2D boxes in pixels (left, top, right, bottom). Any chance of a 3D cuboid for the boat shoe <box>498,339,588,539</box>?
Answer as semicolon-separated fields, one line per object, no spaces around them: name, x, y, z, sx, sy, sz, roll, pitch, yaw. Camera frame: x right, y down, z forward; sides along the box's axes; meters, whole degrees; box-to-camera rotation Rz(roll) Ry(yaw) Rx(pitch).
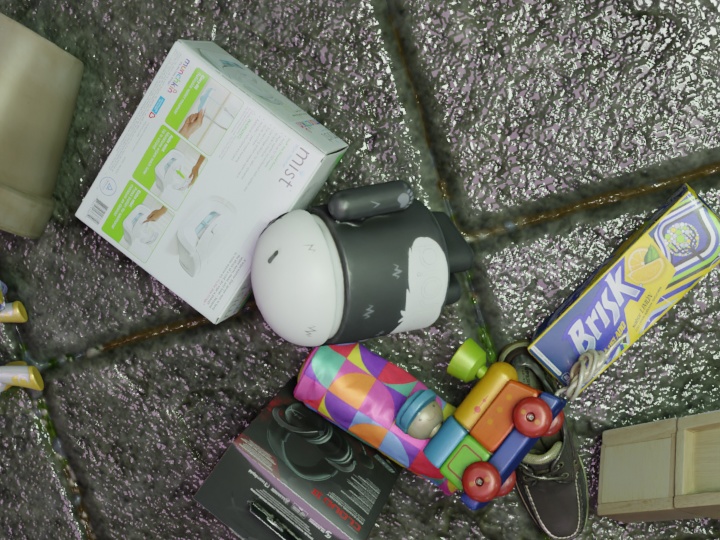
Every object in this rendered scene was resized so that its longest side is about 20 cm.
boat shoe;0.168;0.169;0.989;0.073;0.065;0.202;-15;97;17

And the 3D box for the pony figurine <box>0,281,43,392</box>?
pony figurine;-0.455;0.077;1.092;0.198;0.167;0.195;-20;105;1

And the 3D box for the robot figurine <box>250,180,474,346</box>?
robot figurine;0.000;-0.002;0.932;0.198;0.125;0.152;-9;97;-26

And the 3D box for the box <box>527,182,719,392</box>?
box;0.242;0.017;0.936;0.064;0.070;0.200;43;108;3

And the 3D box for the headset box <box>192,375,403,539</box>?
headset box;-0.055;0.201;0.980;0.148;0.200;0.077;38;108;4

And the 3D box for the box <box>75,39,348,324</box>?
box;-0.141;-0.086;0.994;0.176;0.097;0.201;36;107;3

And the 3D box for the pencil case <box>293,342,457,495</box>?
pencil case;0.033;0.136;1.009;0.199;0.088;0.089;31;107;3

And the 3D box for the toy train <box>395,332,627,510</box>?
toy train;0.128;0.100;0.920;0.115;0.085;0.201;39;96;19

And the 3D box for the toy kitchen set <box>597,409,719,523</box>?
toy kitchen set;0.354;0.156;0.949;0.198;0.180;0.165;20;66;-24

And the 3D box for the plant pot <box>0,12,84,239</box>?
plant pot;-0.357;-0.152;1.000;0.199;0.200;0.175;29;89;6
